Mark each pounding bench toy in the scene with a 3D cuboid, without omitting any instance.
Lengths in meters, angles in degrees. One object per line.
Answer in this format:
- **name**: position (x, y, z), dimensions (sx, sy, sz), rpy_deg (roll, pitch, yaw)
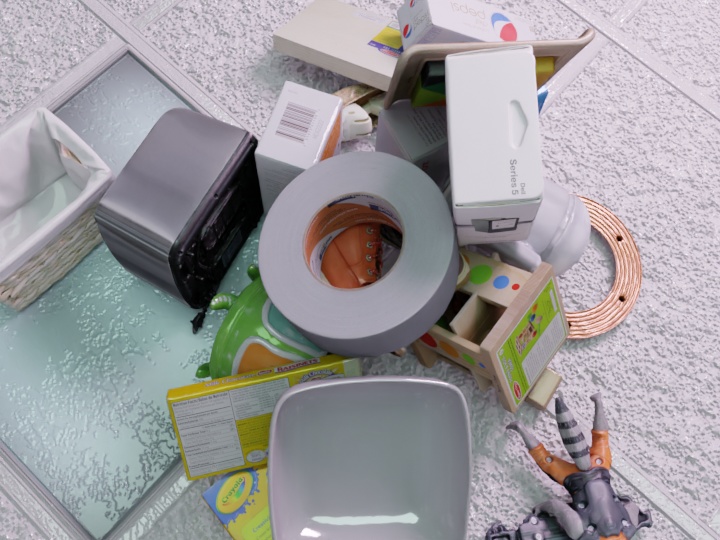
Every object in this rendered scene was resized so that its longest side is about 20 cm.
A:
- **pounding bench toy**: position (0.145, 0.077, 0.908), dimensions (0.155, 0.201, 0.124), rpy_deg (23, 64, 40)

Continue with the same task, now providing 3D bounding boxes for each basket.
- **basket**: position (-0.397, -0.067, 0.919), dimensions (0.135, 0.124, 0.200), rpy_deg (41, 72, 12)

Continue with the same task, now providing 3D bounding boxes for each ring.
- **ring**: position (0.265, -0.008, 0.995), dimensions (0.198, 0.019, 0.202), rpy_deg (1, 70, -2)

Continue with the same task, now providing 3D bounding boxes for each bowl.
- **bowl**: position (0.006, 0.197, 0.768), dimensions (0.198, 0.075, 0.202), rpy_deg (-1, 99, -7)

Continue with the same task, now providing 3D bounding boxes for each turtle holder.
- **turtle holder**: position (-0.089, 0.082, 0.882), dimensions (0.131, 0.185, 0.142), rpy_deg (22, 95, 14)

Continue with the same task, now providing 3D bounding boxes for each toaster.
- **toaster**: position (-0.202, -0.061, 0.902), dimensions (0.118, 0.181, 0.201), rpy_deg (26, 69, 9)

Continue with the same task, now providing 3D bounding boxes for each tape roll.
- **tape roll**: position (-0.001, -0.017, 0.778), dimensions (0.198, 0.066, 0.202), rpy_deg (-5, 66, 11)

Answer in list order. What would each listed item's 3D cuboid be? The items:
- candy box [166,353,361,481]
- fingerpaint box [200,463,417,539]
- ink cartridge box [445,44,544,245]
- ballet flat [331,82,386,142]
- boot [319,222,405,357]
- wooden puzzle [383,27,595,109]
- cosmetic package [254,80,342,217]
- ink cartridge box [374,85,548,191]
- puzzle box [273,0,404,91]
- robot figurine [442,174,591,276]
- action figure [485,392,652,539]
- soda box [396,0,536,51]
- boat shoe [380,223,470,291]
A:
- **candy box**: position (-0.093, 0.151, 0.801), dimensions (0.198, 0.026, 0.103), rpy_deg (-11, 111, -8)
- **fingerpaint box**: position (-0.046, 0.249, 0.852), dimensions (0.200, 0.073, 0.167), rpy_deg (-39, 78, -16)
- **ink cartridge box**: position (0.131, -0.115, 0.775), dimensions (0.083, 0.200, 0.147), rpy_deg (-4, 81, 8)
- **ballet flat**: position (0.013, -0.215, 1.023), dimensions (0.199, 0.071, 0.065), rpy_deg (-32, 46, -12)
- **boot**: position (0.000, 0.000, 0.845), dimensions (0.107, 0.075, 0.200), rpy_deg (-41, 73, -6)
- **wooden puzzle**: position (0.128, -0.205, 0.819), dimensions (0.198, 0.185, 0.038), rpy_deg (-8, 89, -3)
- **cosmetic package**: position (-0.070, -0.120, 0.917), dimensions (0.071, 0.200, 0.102), rpy_deg (18, 70, 4)
- **ink cartridge box**: position (0.121, -0.175, 0.978), dimensions (0.199, 0.145, 0.084), rpy_deg (-28, 72, -12)
- **puzzle box**: position (-0.002, -0.308, 1.042), dimensions (0.199, 0.026, 0.133), rpy_deg (25, 49, 17)
- **robot figurine**: position (0.194, -0.065, 0.933), dimensions (0.199, 0.113, 0.170), rpy_deg (30, 42, -3)
- **action figure**: position (0.228, 0.251, 0.856), dimensions (0.198, 0.105, 0.195), rpy_deg (-14, 65, -8)
- **soda box**: position (0.148, -0.314, 1.028), dimensions (0.198, 0.064, 0.069), rpy_deg (5, 66, -35)
- **boat shoe**: position (0.059, -0.056, 0.877), dimensions (0.073, 0.065, 0.200), rpy_deg (-32, 47, -10)
